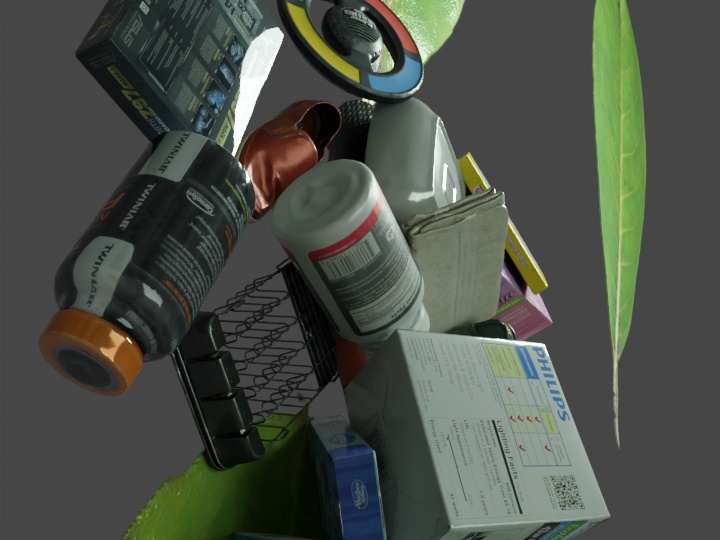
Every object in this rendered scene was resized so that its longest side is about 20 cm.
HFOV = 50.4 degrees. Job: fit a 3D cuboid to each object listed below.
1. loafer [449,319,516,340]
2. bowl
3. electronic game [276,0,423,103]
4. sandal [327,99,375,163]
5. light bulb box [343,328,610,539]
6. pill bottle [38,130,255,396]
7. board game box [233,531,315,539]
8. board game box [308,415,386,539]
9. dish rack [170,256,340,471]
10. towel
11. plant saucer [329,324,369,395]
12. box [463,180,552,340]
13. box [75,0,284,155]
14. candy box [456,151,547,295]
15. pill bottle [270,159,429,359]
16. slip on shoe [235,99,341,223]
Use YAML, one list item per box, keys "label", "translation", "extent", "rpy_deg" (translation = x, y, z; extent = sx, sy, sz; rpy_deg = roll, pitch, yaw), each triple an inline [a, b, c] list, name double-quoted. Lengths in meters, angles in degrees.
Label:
- label: "loafer"
  translation: [0.093, 0.121, 0.905]
  extent: [0.063, 0.198, 0.073]
  rpy_deg: [36, 23, -56]
- label: "bowl"
  translation: [0.075, -0.092, 0.917]
  extent: [0.201, 0.073, 0.203]
  rpy_deg: [60, 29, -46]
- label: "electronic game"
  translation: [-0.008, -0.275, 0.887]
  extent: [0.197, 0.042, 0.203]
  rpy_deg: [22, 46, -24]
- label: "sandal"
  translation: [-0.014, -0.127, 0.906]
  extent: [0.074, 0.048, 0.204]
  rpy_deg: [27, 49, -19]
- label: "light bulb box"
  translation: [0.110, 0.181, 0.769]
  extent: [0.196, 0.125, 0.202]
  rpy_deg: [8, 50, -30]
- label: "pill bottle"
  translation: [-0.164, -0.006, 0.591]
  extent: [0.107, 0.104, 0.202]
  rpy_deg: [56, 41, -35]
- label: "board game box"
  translation: [-0.068, 0.330, 0.637]
  extent: [0.063, 0.147, 0.205]
  rpy_deg: [13, 71, -25]
- label: "board game box"
  translation: [-0.010, 0.258, 0.738]
  extent: [0.199, 0.042, 0.205]
  rpy_deg: [168, -85, -81]
- label: "dish rack"
  translation: [-0.091, 0.078, 0.746]
  extent: [0.200, 0.053, 0.157]
  rpy_deg: [-40, 118, -56]
- label: "towel"
  translation: [0.104, 0.003, 0.876]
  extent: [0.130, 0.035, 0.203]
  rpy_deg: [-20, 136, -18]
- label: "plant saucer"
  translation: [0.017, 0.015, 0.915]
  extent: [0.199, 0.036, 0.204]
  rpy_deg: [-36, 115, -56]
- label: "box"
  translation: [0.166, -0.006, 1.078]
  extent: [0.199, 0.096, 0.179]
  rpy_deg: [33, 31, -51]
- label: "box"
  translation: [-0.154, -0.207, 0.701]
  extent: [0.158, 0.050, 0.203]
  rpy_deg: [50, 43, -41]
- label: "candy box"
  translation: [0.188, -0.066, 1.028]
  extent: [0.202, 0.026, 0.102]
  rpy_deg: [58, 15, -4]
- label: "pill bottle"
  translation: [0.000, 0.000, 0.766]
  extent: [0.202, 0.108, 0.112]
  rpy_deg: [61, 38, -38]
- label: "slip on shoe"
  translation: [-0.078, -0.122, 0.799]
  extent: [0.201, 0.060, 0.075]
  rpy_deg: [-57, 132, -45]
